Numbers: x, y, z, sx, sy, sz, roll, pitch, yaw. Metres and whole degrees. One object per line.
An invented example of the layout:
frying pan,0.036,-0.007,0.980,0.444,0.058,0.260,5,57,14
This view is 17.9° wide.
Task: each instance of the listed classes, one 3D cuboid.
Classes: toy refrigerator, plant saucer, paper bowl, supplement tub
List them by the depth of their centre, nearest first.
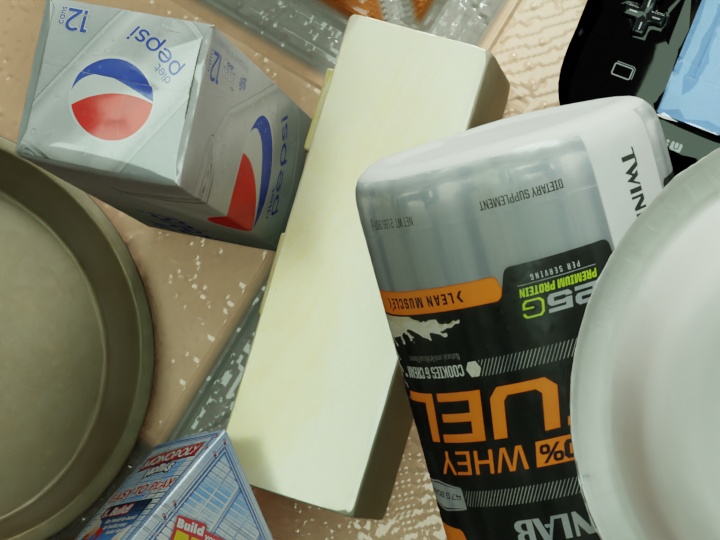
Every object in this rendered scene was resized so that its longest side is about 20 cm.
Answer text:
paper bowl,0.168,0.046,0.749,0.200,0.104,0.201,1,92,16
supplement tub,0.079,0.042,0.884,0.122,0.123,0.200,-15,97,8
toy refrigerator,0.000,0.000,0.973,0.070,0.076,0.200,16,87,12
plant saucer,-0.188,0.032,0.985,0.200,0.029,0.201,7,70,-18

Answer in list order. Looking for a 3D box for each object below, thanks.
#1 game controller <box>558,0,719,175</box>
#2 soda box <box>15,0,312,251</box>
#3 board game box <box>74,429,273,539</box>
game controller,0.183,-0.072,0.932,0.200,0.042,0.105,21,76,16
soda box,-0.074,-0.054,0.929,0.068,0.200,0.064,11,85,10
board game box,-0.071,0.176,0.904,0.200,0.062,0.200,38,62,-23
